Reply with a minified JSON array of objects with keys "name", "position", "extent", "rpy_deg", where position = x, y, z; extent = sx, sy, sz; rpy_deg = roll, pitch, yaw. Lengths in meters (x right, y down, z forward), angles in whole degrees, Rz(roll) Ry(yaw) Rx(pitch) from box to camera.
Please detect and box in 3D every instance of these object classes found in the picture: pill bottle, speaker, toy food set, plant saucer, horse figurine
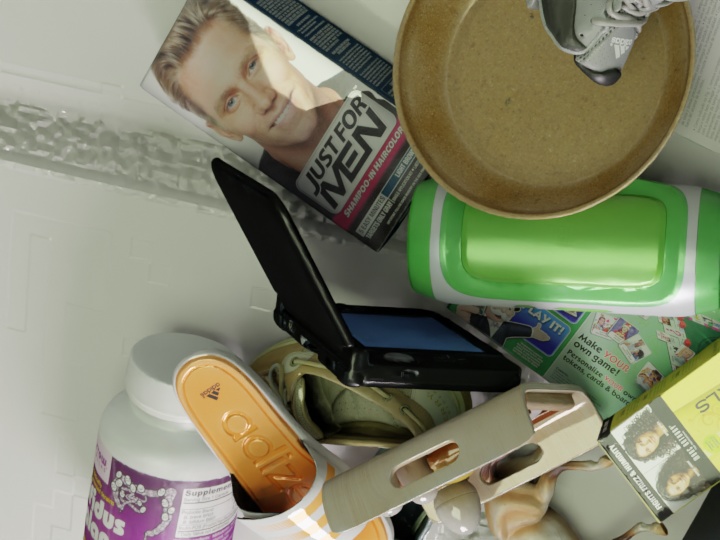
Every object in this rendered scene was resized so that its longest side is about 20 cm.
[{"name":"pill bottle","position":[-0.141,0.152,1.479],"extent":[0.111,0.112,0.201],"rpy_deg":[16,115,11]},{"name":"speaker","position":[0.133,-0.017,1.308],"extent":[0.198,0.089,0.089],"rpy_deg":[3,112,13]},{"name":"toy food set","position":[0.074,0.130,1.309],"extent":[0.143,0.200,0.061],"rpy_deg":[-28,78,16]},{"name":"plant saucer","position":[0.118,-0.129,1.279],"extent":[0.199,0.035,0.202],"rpy_deg":[-4,81,23]},{"name":"horse figurine","position":[0.142,0.180,1.438],"extent":[0.132,0.050,0.201],"rpy_deg":[-30,101,20]}]

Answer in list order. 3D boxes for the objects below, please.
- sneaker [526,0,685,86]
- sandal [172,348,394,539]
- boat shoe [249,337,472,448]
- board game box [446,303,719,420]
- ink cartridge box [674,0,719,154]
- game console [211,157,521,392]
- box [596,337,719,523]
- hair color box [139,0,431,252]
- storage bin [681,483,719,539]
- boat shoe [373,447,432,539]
[{"name":"sneaker","position":[0.179,-0.160,1.196],"extent":[0.199,0.075,0.116],"rpy_deg":[21,99,43]},{"name":"sandal","position":[-0.061,0.145,1.395],"extent":[0.079,0.059,0.207],"rpy_deg":[-34,111,21]},{"name":"boat shoe","position":[-0.015,0.092,1.413],"extent":[0.200,0.063,0.074],"rpy_deg":[5,121,41]},{"name":"board game box","position":[0.176,0.031,1.378],"extent":[0.199,0.029,0.135],"rpy_deg":[36,116,1]},{"name":"ink cartridge box","position":[0.204,-0.177,1.290],"extent":[0.199,0.050,0.162],"rpy_deg":[30,118,25]},{"name":"game console","position":[0.000,0.000,1.315],"extent":[0.174,0.200,0.117],"rpy_deg":[3,100,-16]},{"name":"box","position":[0.254,0.076,1.321],"extent":[0.200,0.050,0.075],"rpy_deg":[-37,92,16]},{"name":"hair color box","position":[-0.038,-0.113,1.371],"extent":[0.199,0.061,0.100],"rpy_deg":[35,116,3]},{"name":"storage bin","position":[0.280,0.183,1.323],"extent":[0.134,0.200,0.146],"rpy_deg":[-16,106,32]},{"name":"boat shoe","position":[0.015,0.182,1.470],"extent":[0.073,0.062,0.201],"rpy_deg":[31,117,2]}]
